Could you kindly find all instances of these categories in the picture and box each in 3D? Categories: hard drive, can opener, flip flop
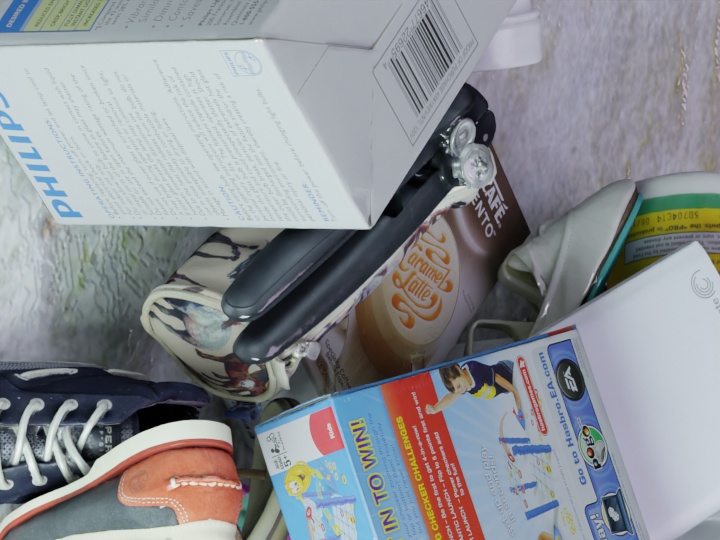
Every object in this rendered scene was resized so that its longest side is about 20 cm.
[{"bbox_3d":[0.135,0.086,1.595,0.200,0.027,0.132,-30,90,-26],"label":"hard drive"},{"bbox_3d":[0.000,-0.026,1.444,0.200,0.078,0.064,-53,134,-31],"label":"can opener"},{"bbox_3d":[-0.075,0.140,1.448,0.057,0.081,0.200,27,59,-3],"label":"flip flop"}]

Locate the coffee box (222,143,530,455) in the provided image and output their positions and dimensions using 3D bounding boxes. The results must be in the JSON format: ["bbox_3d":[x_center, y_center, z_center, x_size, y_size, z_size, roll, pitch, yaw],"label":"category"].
[{"bbox_3d":[0.000,0.000,1.630,0.200,0.079,0.115,-55,134,-35],"label":"coffee box"}]

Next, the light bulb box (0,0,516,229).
[{"bbox_3d":[-0.056,-0.129,1.447,0.198,0.199,0.125,-57,133,-34],"label":"light bulb box"}]

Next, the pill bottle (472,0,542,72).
[{"bbox_3d":[0.055,-0.214,1.662,0.111,0.111,0.201,-17,106,-51],"label":"pill bottle"}]

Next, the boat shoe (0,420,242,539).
[{"bbox_3d":[-0.115,0.131,1.399,0.071,0.200,0.063,3,66,-33],"label":"boat shoe"}]

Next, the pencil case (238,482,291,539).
[{"bbox_3d":[-0.110,0.185,1.494,0.200,0.088,0.089,-55,132,-39],"label":"pencil case"}]

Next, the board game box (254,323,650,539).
[{"bbox_3d":[0.061,0.144,1.467,0.195,0.056,0.201,-13,82,-47],"label":"board game box"}]

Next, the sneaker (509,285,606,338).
[{"bbox_3d":[0.130,0.084,1.809,0.130,0.079,0.200,40,61,-45],"label":"sneaker"}]

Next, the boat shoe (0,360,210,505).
[{"bbox_3d":[-0.157,0.076,1.418,0.200,0.092,0.075,-11,101,-52],"label":"boat shoe"}]

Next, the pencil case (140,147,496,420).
[{"bbox_3d":[-0.017,-0.013,1.504,0.200,0.089,0.078,-45,153,-34],"label":"pencil case"}]

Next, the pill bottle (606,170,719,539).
[{"bbox_3d":[0.196,0.054,1.706,0.113,0.112,0.201,23,64,-51],"label":"pill bottle"}]

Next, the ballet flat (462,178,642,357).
[{"bbox_3d":[0.097,0.028,1.647,0.069,0.069,0.201,43,62,-45],"label":"ballet flat"}]

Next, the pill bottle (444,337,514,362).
[{"bbox_3d":[0.092,0.146,1.736,0.112,0.112,0.201,-14,104,-51],"label":"pill bottle"}]
